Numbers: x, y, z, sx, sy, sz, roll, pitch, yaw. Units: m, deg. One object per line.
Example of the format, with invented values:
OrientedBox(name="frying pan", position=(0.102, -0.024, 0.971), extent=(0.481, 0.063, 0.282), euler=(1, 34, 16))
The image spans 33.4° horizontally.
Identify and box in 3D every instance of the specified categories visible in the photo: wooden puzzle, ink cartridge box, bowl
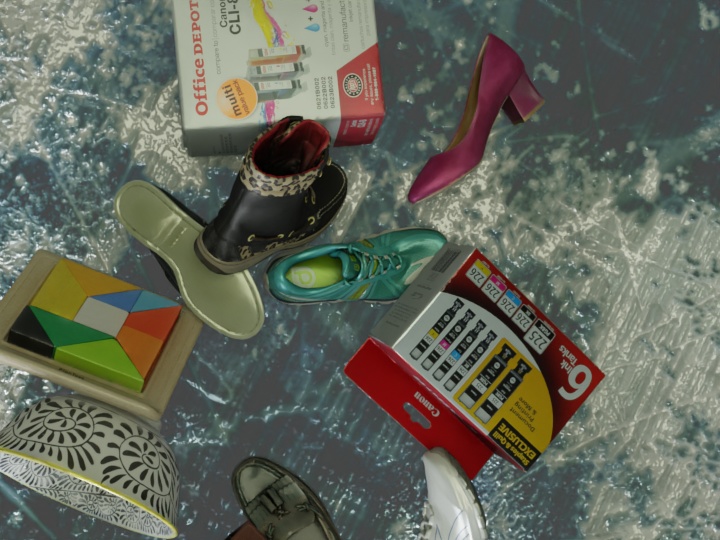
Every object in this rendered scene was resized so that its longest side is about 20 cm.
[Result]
OrientedBox(name="wooden puzzle", position=(-0.253, 0.052, 1.151), extent=(0.184, 0.200, 0.037), euler=(21, 118, -4))
OrientedBox(name="ink cartridge box", position=(0.114, 0.103, 1.212), extent=(0.200, 0.084, 0.176), euler=(42, 83, -16))
OrientedBox(name="ink cartridge box", position=(-0.087, -0.202, 1.210), extent=(0.199, 0.145, 0.146), euler=(-6, 86, -6))
OrientedBox(name="bowl", position=(-0.249, 0.171, 1.140), extent=(0.200, 0.201, 0.094), euler=(23, 67, -3))

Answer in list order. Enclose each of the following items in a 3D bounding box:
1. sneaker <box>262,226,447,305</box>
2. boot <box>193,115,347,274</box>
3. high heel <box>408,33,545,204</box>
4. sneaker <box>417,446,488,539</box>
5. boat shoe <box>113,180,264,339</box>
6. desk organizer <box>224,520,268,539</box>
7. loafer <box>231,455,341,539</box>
OrientedBox(name="sneaker", position=(0.000, 0.000, 1.234), extent=(0.199, 0.080, 0.078), euler=(-11, 87, -9))
OrientedBox(name="boot", position=(-0.065, -0.087, 1.169), extent=(0.200, 0.151, 0.073), euler=(-29, 72, -39))
OrientedBox(name="high heel", position=(0.103, -0.159, 1.260), extent=(0.200, 0.067, 0.096), euler=(-41, 100, -13))
OrientedBox(name="sneaker", position=(0.090, 0.277, 1.213), extent=(0.087, 0.075, 0.201), euler=(-14, 97, 1))
OrientedBox(name="boat shoe", position=(-0.168, -0.012, 1.225), extent=(0.199, 0.066, 0.075), euler=(41, 96, 5))
OrientedBox(name="desk organizer", position=(-0.154, 0.342, 1.155), extent=(0.077, 0.072, 0.200), euler=(45, 58, 1))
OrientedBox(name="loafer", position=(-0.055, 0.270, 1.212), extent=(0.072, 0.063, 0.200), euler=(-40, 90, -8))
